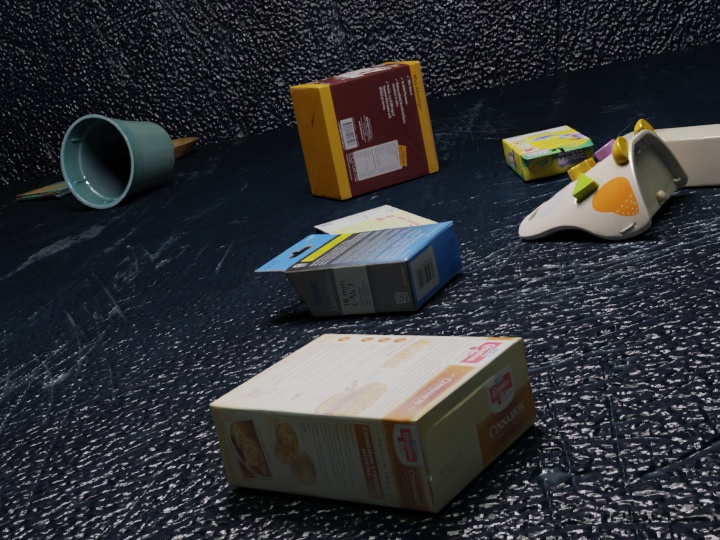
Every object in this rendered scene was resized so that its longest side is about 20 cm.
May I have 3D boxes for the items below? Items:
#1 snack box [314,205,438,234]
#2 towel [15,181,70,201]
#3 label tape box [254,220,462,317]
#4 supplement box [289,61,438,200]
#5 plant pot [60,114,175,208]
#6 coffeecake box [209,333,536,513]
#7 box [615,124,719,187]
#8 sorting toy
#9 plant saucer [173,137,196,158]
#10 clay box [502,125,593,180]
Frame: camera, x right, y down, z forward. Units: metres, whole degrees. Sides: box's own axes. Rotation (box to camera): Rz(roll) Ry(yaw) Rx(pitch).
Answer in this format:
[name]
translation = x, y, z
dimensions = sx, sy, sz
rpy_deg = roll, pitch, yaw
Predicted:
[snack box]
translation = 0.021, -0.046, 1.568
dimensions = 0.115, 0.037, 0.200
rpy_deg = -17, 15, -15
[towel]
translation = -0.760, -0.205, 2.927
dimensions = 0.199, 0.022, 0.146
rpy_deg = -2, 16, 43
[label tape box]
translation = 0.000, 0.000, 1.351
dimensions = 0.198, 0.064, 0.144
rpy_deg = -5, 16, 29
[supplement box]
translation = 0.008, -0.249, 2.040
dimensions = 0.198, 0.199, 0.133
rpy_deg = -18, 15, -23
[plant pot]
translation = -0.525, -0.250, 2.570
dimensions = 0.198, 0.203, 0.196
rpy_deg = -5, 8, 27
[coffeecake box]
translation = 0.010, 0.110, 0.893
dimensions = 0.199, 0.074, 0.153
rpy_deg = -2, 18, 38
[box]
translation = 0.438, -0.152, 1.546
dimensions = 0.199, 0.069, 0.082
rpy_deg = 2, 20, 44
[sorting toy]
translation = 0.289, -0.093, 1.448
dimensions = 0.179, 0.108, 0.200
rpy_deg = -27, 4, 33
[plant saucer]
translation = -0.534, -0.318, 3.133
dimensions = 0.198, 0.036, 0.200
rpy_deg = -13, 14, 3
[clay box]
translation = 0.299, -0.186, 1.846
dimensions = 0.114, 0.048, 0.200
rpy_deg = -12, 15, 1
